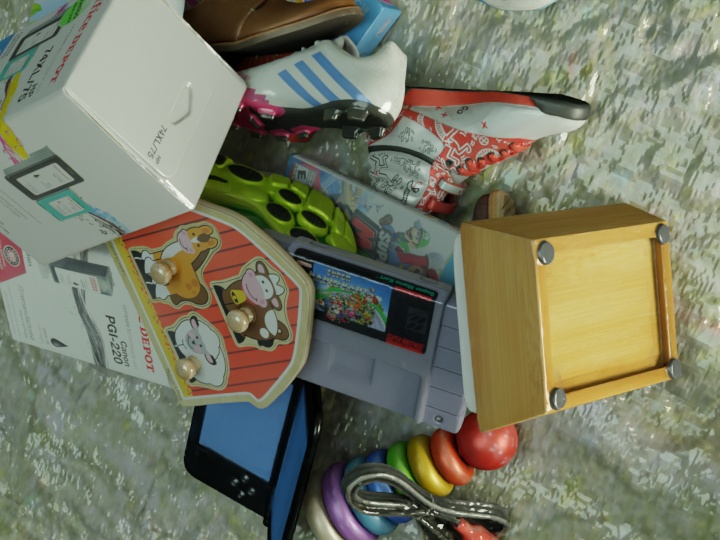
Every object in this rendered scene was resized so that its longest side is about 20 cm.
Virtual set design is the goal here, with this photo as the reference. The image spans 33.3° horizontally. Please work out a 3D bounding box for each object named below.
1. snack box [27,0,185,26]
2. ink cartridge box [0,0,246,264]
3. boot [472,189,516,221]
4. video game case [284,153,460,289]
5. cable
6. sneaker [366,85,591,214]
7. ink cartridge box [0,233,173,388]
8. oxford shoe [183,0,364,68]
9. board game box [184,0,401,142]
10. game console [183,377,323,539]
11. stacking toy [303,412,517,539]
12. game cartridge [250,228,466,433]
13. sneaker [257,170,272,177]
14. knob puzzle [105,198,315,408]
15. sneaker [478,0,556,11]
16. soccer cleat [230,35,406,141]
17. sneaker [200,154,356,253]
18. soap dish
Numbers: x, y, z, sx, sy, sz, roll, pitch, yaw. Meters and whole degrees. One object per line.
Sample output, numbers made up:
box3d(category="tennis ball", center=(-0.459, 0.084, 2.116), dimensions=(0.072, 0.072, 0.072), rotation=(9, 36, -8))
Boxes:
box3d(category="snack box", center=(-0.222, -0.285, 1.098), dimensions=(0.142, 0.053, 0.200), rotation=(-17, 53, 26))
box3d(category="ink cartridge box", center=(-0.227, -0.122, 1.001), dimensions=(0.200, 0.147, 0.146), rotation=(-16, 133, 37))
box3d(category="boot", center=(0.051, 0.022, 1.055), dimensions=(0.166, 0.072, 0.200), rotation=(8, 103, 21))
box3d(category="video game case", center=(0.000, 0.000, 1.050), dimensions=(0.200, 0.018, 0.143), rotation=(27, 110, 28))
box3d(category="cable", center=(0.066, 0.217, 1.030), dimensions=(0.097, 0.200, 0.050), rotation=(-30, 46, 13))
box3d(category="sneaker", center=(0.097, -0.100, 1.026), dimensions=(0.201, 0.067, 0.108), rotation=(7, 100, 27))
box3d(category="ink cartridge box", center=(-0.246, 0.014, 1.158), dimensions=(0.200, 0.085, 0.146), rotation=(13, 127, 21))
box3d(category="oxford shoe", center=(-0.091, -0.221, 1.050), dimensions=(0.200, 0.071, 0.071), rotation=(-6, 89, 26))
box3d(category="board game box", center=(-0.083, -0.239, 1.104), dimensions=(0.200, 0.040, 0.153), rotation=(43, 111, 14))
box3d(category="game console", center=(-0.103, 0.160, 1.099), dimensions=(0.176, 0.116, 0.200), rotation=(26, 117, 20))
box3d(category="stacking toy", center=(0.050, 0.183, 1.075), dimensions=(0.200, 0.085, 0.085), rotation=(-28, 84, 20))
box3d(category="game cartridge", center=(-0.001, 0.049, 0.990), dimensions=(0.200, 0.038, 0.130), rotation=(18, 129, 14))
box3d(category="sneaker", center=(-0.153, -0.069, 1.126), dimensions=(0.199, 0.093, 0.070), rotation=(17, 103, 22))
box3d(category="knob puzzle", center=(-0.121, 0.031, 1.006), dimensions=(0.219, 0.030, 0.220), rotation=(16, 121, 28))
box3d(category="sneaker", center=(0.082, -0.273, 1.004), dimensions=(0.200, 0.081, 0.077), rotation=(26, 104, 18))
box3d(category="soccer cleat", center=(-0.047, -0.161, 1.045), dimensions=(0.200, 0.070, 0.087), rotation=(7, 72, 31))
box3d(category="sneaker", center=(-0.090, -0.039, 1.054), dimensions=(0.200, 0.074, 0.084), rotation=(26, 133, 18))
box3d(category="soap dish", center=(0.166, 0.032, 0.936), dimensions=(0.081, 0.200, 0.158), rotation=(-1, 96, 49))
